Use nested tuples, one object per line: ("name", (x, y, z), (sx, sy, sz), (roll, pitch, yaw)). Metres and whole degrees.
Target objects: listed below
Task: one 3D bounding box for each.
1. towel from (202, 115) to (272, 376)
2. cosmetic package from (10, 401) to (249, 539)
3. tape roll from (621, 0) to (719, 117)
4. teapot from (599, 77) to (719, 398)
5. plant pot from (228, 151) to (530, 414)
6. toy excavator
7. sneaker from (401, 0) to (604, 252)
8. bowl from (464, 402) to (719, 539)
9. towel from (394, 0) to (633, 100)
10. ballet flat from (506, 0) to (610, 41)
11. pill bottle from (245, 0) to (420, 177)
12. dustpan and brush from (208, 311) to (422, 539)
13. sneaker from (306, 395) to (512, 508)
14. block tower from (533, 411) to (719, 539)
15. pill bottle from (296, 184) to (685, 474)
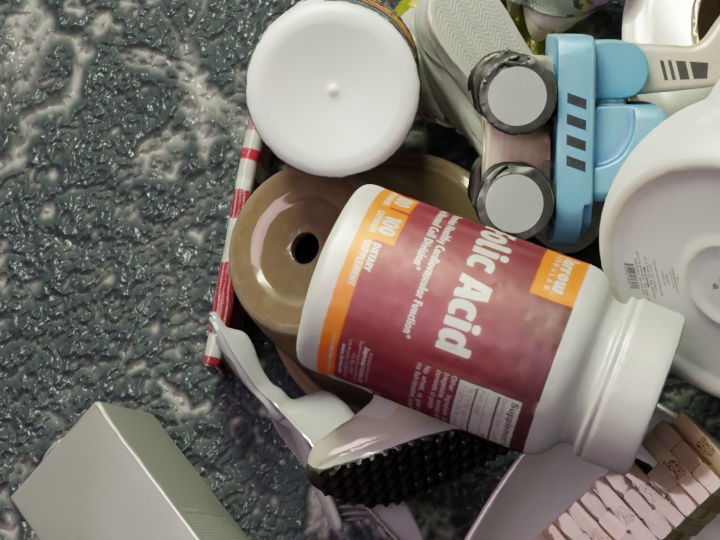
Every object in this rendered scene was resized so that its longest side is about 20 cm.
("towel", (-0.083, -0.025, 1.148), (0.023, 0.144, 0.201), (10, 83, -1))
("cosmetic package", (-0.152, 0.203, 1.160), (0.107, 0.090, 0.200), (-45, 61, 11))
("tape roll", (0.274, -0.154, 1.037), (0.201, 0.071, 0.204), (-6, 76, 24))
("teapot", (0.246, -0.024, 0.929), (0.197, 0.146, 0.200), (42, 139, 8))
("plant pot", (0.000, 0.000, 1.080), (0.199, 0.174, 0.201), (-6, 75, 25))
("toy excavator", (0.168, -0.113, 0.991), (0.199, 0.100, 0.196), (1, 99, -1))
("sneaker", (0.094, -0.104, 1.105), (0.073, 0.116, 0.201), (-30, 97, -14))
("bowl", (0.175, 0.192, 1.008), (0.199, 0.075, 0.200), (37, 97, 27))
("towel", (0.107, -0.152, 1.148), (0.086, 0.018, 0.200), (-44, 64, 10))
("ballet flat", (0.110, -0.201, 1.112), (0.200, 0.069, 0.072), (25, 131, 40))
("pill bottle", (-0.014, -0.126, 1.029), (0.106, 0.200, 0.107), (0, 103, 1))
("dustpan and brush", (-0.035, 0.106, 1.047), (0.057, 0.139, 0.201), (-28, 102, -15))
("sneaker", (0.051, 0.074, 0.999), (0.199, 0.070, 0.094), (-23, 55, -8))
("block tower", (0.140, 0.172, 0.959), (0.200, 0.054, 0.058), (-46, 62, 9))
("pill bottle", (0.074, 0.036, 0.909), (0.199, 0.114, 0.115), (20, 88, 9))
